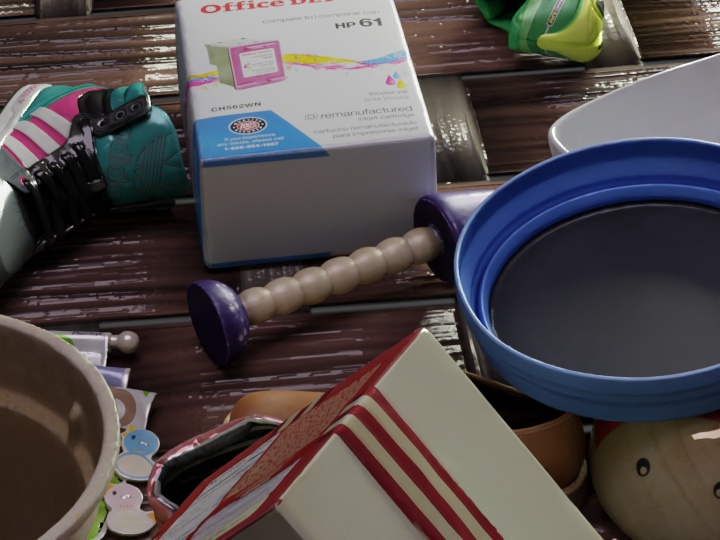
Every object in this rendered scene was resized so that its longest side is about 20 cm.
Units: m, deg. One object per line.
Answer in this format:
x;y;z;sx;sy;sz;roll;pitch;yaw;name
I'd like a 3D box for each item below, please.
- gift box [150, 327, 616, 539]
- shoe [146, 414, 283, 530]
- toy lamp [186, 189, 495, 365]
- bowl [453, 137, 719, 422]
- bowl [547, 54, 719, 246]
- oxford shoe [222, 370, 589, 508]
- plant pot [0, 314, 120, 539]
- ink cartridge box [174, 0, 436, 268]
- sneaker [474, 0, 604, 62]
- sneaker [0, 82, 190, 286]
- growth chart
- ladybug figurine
-0.005;0.172;0.978;0.187;0.185;0.200;49;40;-6;gift box
-0.005;0.116;1.149;0.200;0.091;0.071;-3;66;2;shoe
0.000;0.000;1.356;0.200;0.058;0.058;-22;41;-21;toy lamp
0.150;0.004;1.228;0.201;0.039;0.201;-6;39;5;bowl
0.234;-0.050;1.388;0.200;0.075;0.200;-21;35;-26;bowl
0.022;0.078;1.234;0.200;0.071;0.071;4;36;11;oxford shoe
-0.200;0.148;1.050;0.200;0.184;0.200;-2;36;1;plant pot
-0.038;-0.097;1.465;0.144;0.085;0.200;-6;35;-6;ink cartridge box
0.118;-0.217;1.633;0.084;0.074;0.200;-2;36;-7;sneaker
-0.168;-0.054;1.419;0.121;0.084;0.200;-4;34;14;sneaker
-0.178;0.093;1.268;0.145;0.018;0.200;-1;37;-1;growth chart
0.194;0.070;1.235;0.136;0.072;0.200;11;38;17;ladybug figurine
